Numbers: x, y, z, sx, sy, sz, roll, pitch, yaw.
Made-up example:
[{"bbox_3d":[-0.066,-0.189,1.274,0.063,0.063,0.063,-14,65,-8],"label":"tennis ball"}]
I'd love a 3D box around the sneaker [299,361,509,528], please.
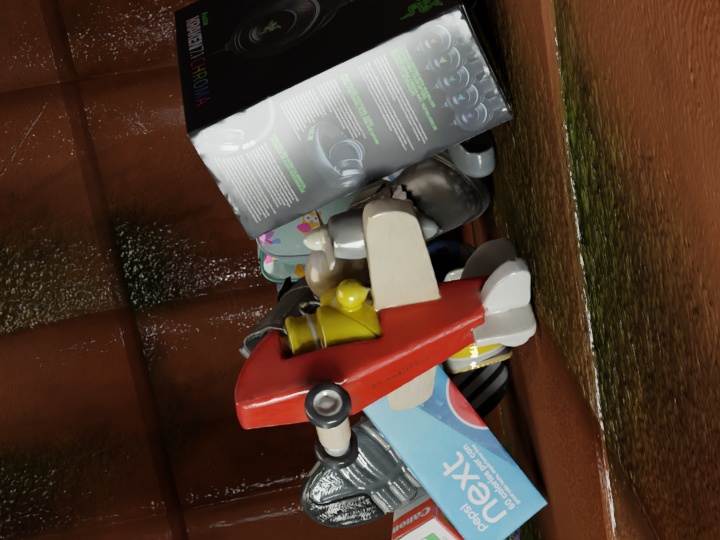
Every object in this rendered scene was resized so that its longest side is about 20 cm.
[{"bbox_3d":[0.026,0.130,1.449,0.075,0.200,0.115,56,170,-15],"label":"sneaker"}]

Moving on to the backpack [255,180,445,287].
[{"bbox_3d":[-0.014,-0.086,1.636,0.153,0.176,0.200,38,-129,-71],"label":"backpack"}]

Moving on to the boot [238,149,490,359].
[{"bbox_3d":[0.000,0.000,1.333,0.069,0.174,0.200,46,150,-9],"label":"boot"}]

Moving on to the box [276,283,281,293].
[{"bbox_3d":[-0.003,0.023,1.761,0.048,0.200,0.122,-59,33,40],"label":"box"}]

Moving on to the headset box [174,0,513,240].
[{"bbox_3d":[-0.010,-0.138,1.150,0.174,0.200,0.093,-102,-14,-55],"label":"headset box"}]

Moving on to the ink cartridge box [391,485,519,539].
[{"bbox_3d":[0.078,0.220,1.422,0.109,0.050,0.200,45,-155,-21],"label":"ink cartridge box"}]

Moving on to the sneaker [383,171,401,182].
[{"bbox_3d":[0.034,-0.119,1.469,0.089,0.079,0.200,64,176,-25],"label":"sneaker"}]

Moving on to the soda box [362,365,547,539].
[{"bbox_3d":[0.053,0.118,1.352,0.200,0.068,0.064,52,177,0],"label":"soda box"}]

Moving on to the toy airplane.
[{"bbox_3d":[0.020,0.026,1.200,0.200,0.199,0.141,-54,56,26],"label":"toy airplane"}]

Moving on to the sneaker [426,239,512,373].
[{"bbox_3d":[0.071,0.012,1.413,0.200,0.075,0.090,-136,32,-71],"label":"sneaker"}]

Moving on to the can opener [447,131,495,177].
[{"bbox_3d":[0.055,-0.131,1.299,0.200,0.053,0.067,-104,3,-58],"label":"can opener"}]
